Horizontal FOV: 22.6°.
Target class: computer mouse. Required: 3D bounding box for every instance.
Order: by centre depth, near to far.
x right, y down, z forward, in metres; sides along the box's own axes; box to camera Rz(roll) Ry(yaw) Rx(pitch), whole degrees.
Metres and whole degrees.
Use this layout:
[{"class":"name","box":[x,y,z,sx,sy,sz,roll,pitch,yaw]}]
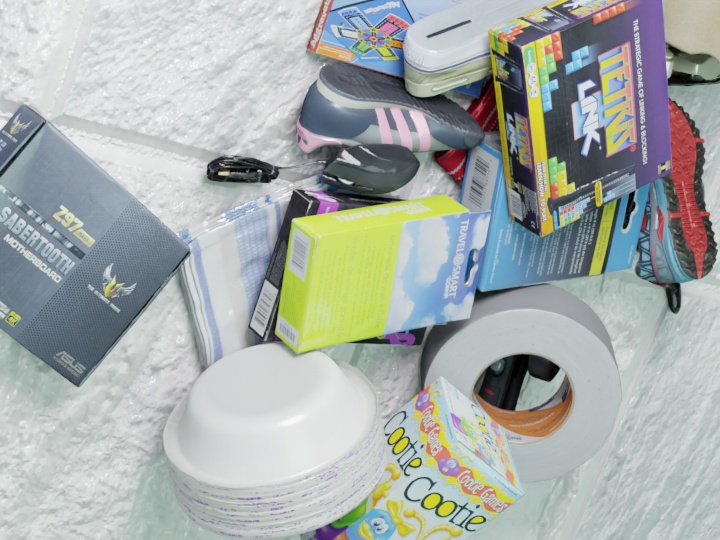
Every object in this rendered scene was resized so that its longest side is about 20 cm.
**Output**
[{"class":"computer mouse","box":[-0.040,-0.086,1.617,0.199,0.059,0.034,-4,72,-15]}]

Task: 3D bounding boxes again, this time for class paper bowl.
[{"class":"paper bowl","box":[-0.079,0.142,1.623,0.200,0.200,0.105,-24,123,-24]}]

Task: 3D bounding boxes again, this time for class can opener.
[{"class":"can opener","box":[0.150,0.120,1.870,0.063,0.079,0.201,1,120,-44]}]

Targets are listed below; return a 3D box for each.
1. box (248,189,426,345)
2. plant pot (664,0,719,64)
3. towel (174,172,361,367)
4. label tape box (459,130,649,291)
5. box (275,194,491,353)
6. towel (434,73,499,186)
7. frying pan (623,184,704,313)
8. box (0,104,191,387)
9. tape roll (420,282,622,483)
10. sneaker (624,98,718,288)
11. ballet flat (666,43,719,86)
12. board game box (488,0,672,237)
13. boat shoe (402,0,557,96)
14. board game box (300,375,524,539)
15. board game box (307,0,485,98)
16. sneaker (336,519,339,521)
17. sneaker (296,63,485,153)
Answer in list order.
[{"class":"box","box":[0.000,0.000,1.698,0.199,0.036,0.144,5,113,-40]},{"class":"plant pot","box":[0.359,-0.308,1.750,0.200,0.201,0.184,1,122,-36]},{"class":"towel","box":[-0.076,-0.006,1.673,0.199,0.024,0.148,-25,124,-24]},{"class":"label tape box","box":[0.192,-0.066,1.785,0.199,0.066,0.144,-9,119,-35]},{"class":"box","box":[0.022,0.000,1.656,0.199,0.048,0.123,-10,122,-35]},{"class":"towel","box":[0.170,-0.119,1.796,0.200,0.022,0.145,37,88,-41]},{"class":"frying pan","box":[0.324,-0.033,1.945,0.114,0.031,0.191,-6,112,-32]},{"class":"box","box":[-0.260,-0.018,1.517,0.158,0.051,0.200,-50,130,-7]},{"class":"tape roll","box":[0.160,0.113,1.807,0.199,0.066,0.201,0,116,1]},{"class":"sneaker","box":[0.300,-0.081,1.854,0.079,0.095,0.201,7,72,-37]},{"class":"ballet flat","box":[0.307,-0.214,1.818,0.199,0.073,0.073,-2,112,-35]},{"class":"board game box","box":[0.208,-0.154,1.671,0.165,0.057,0.201,-26,126,-22]},{"class":"boat shoe","box":[0.120,-0.217,1.670,0.199,0.072,0.062,-19,146,-25]},{"class":"board game box","box":[0.045,0.218,1.756,0.200,0.105,0.103,-40,120,17]},{"class":"board game box","box":[0.049,-0.228,1.659,0.199,0.019,0.103,11,103,-39]},{"class":"sneaker","box":[-0.047,0.192,1.708,0.199,0.140,0.078,-26,125,-22]},{"class":"sneaker","box":[0.024,-0.132,1.668,0.199,0.070,0.082,12,122,-37]}]
